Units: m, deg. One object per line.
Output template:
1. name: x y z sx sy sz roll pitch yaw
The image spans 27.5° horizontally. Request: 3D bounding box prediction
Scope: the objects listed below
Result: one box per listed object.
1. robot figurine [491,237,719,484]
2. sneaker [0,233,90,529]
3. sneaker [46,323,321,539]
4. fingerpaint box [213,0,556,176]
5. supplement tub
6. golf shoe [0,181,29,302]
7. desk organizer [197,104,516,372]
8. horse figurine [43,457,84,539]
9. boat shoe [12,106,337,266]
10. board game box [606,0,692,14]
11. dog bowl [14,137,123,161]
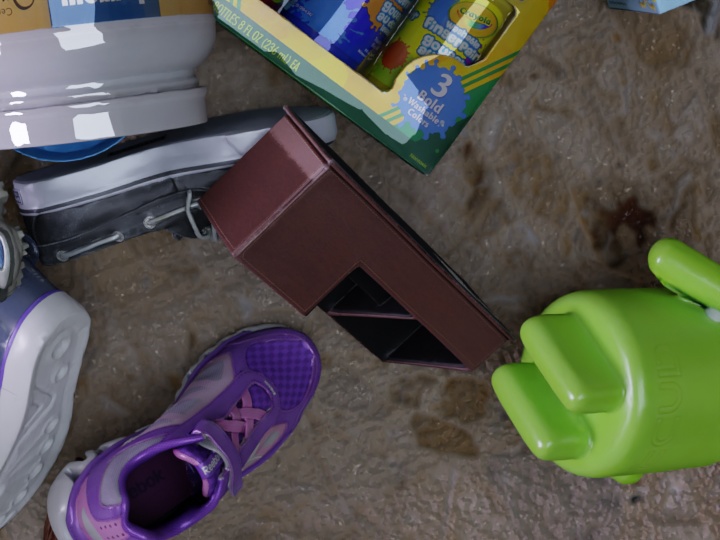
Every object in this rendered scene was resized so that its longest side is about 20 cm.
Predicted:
1. robot figurine: 0.183 0.068 0.926 0.200 0.116 0.175 -2 133 -33
2. sneaker: -0.253 0.059 0.900 0.146 0.081 0.200 33 122 14
3. sneaker: -0.093 0.106 0.896 0.200 0.088 0.080 -39 101 -26
4. fingerpaint box: 0.006 -0.183 0.883 0.200 0.073 0.167 36 93 -14
5. supplement tub: -0.153 -0.170 0.770 0.145 0.145 0.200 -8 99 -8
6. golf shoe: -0.262 -0.064 0.807 0.097 0.078 0.200 -21 70 -24
7. desk organizer: 0.000 0.000 0.882 0.077 0.072 0.200 -44 130 5
8. horse figurine: -0.136 0.204 0.952 0.133 0.050 0.200 -45 106 -4
9. boat shoe: -0.107 -0.048 0.892 0.199 0.074 0.068 -16 106 -4
10. board game box: 0.177 -0.267 0.879 0.105 0.103 0.200 -22 104 -3
11. dog bowl: -0.204 -0.159 0.866 0.111 0.050 0.200 -36 105 -1
